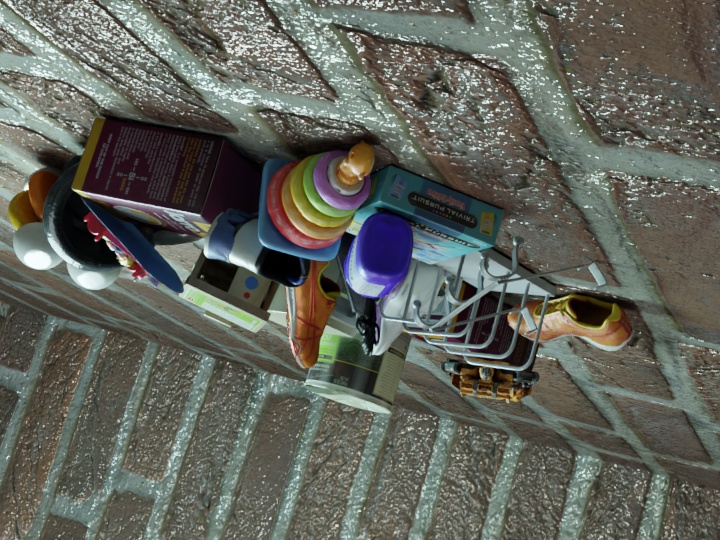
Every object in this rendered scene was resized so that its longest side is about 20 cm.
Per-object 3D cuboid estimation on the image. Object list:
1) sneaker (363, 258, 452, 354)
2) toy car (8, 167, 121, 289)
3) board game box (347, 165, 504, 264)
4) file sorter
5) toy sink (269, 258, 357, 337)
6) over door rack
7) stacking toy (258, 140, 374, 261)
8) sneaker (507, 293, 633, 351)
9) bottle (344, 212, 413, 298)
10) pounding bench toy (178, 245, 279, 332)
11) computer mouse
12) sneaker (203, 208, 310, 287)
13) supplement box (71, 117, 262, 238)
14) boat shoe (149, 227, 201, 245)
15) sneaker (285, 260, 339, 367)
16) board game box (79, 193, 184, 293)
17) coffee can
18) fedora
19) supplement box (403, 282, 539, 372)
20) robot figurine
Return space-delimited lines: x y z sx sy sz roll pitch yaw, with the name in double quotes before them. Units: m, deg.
"sneaker" 0.067 0.057 1.945 0.099 0.075 0.201 6 138 -24
"toy car" -0.424 -0.085 2.049 0.199 0.176 0.150 23 131 -27
"board game box" 0.062 -0.063 1.630 0.150 0.047 0.200 20 169 -16
"file sorter" 0.140 0.042 1.818 0.138 0.126 0.199 4 162 46
"toy sink" -0.054 0.019 1.985 0.112 0.132 0.199 26 165 -38
"over door rack" 0.178 0.020 1.655 0.198 0.067 0.148 3 152 -37
"stacking toy" -0.031 -0.097 1.527 0.109 0.117 0.200 12 157 -23
"sneaker" 0.286 0.059 1.873 0.199 0.073 0.077 1 139 42
"bottle" 0.017 -0.011 1.610 0.065 0.085 0.200 10 170 -5
"pounding bench toy" -0.171 -0.010 1.928 0.123 0.157 0.200 25 166 -7
"computer mouse" 0.000 0.000 1.815 0.052 0.202 0.139 -15 -151 2
"sneaker" -0.094 -0.030 1.667 0.115 0.081 0.199 31 -153 20
"supplement box" -0.239 -0.111 1.705 0.198 0.104 0.131 11 167 25
"boat shoe" -0.183 -0.081 1.795 0.198 0.063 0.075 -12 171 6
"sneaker" -0.064 0.055 1.819 0.076 0.073 0.201 -6 133 -7
"board game box" -0.316 -0.032 1.780 0.200 0.039 0.158 47 -176 0
"coffee can" 0.008 0.107 2.127 0.145 0.202 0.146 16 168 3
"fedora" -0.368 -0.097 1.919 0.200 0.201 0.092 28 -163 -43
"supplement box" 0.173 0.087 2.078 0.199 0.087 0.110 26 165 -37
"robot figurine" 0.193 0.161 1.988 0.143 0.059 0.200 7 176 12
